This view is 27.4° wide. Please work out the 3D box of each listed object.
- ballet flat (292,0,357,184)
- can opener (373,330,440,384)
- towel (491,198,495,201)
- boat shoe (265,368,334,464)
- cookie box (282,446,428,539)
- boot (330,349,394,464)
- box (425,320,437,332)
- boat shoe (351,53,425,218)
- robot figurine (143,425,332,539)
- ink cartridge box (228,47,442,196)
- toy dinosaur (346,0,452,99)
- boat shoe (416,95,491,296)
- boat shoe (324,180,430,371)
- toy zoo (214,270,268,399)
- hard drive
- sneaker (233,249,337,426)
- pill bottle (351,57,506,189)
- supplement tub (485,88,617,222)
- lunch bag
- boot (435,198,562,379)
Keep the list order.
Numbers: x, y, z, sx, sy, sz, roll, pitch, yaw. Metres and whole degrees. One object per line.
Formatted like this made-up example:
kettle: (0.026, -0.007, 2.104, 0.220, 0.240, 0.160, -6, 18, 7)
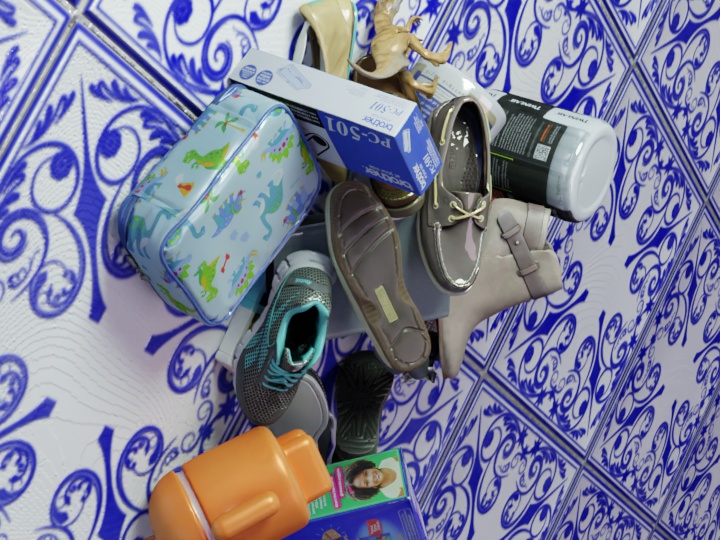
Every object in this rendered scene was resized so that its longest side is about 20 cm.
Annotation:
ballet flat: (-0.041, -0.181, 1.498, 0.063, 0.069, 0.202, -7, 116, -19)
can opener: (0.053, 0.091, 1.655, 0.200, 0.052, 0.067, 40, 59, -76)
towel: (0.171, -0.039, 1.932, 0.199, 0.022, 0.146, -9, 118, -53)
boat shoe: (-0.067, 0.165, 1.637, 0.201, 0.075, 0.061, 97, 5, -46)
cookie box: (-0.029, 0.297, 1.661, 0.076, 0.198, 0.172, -101, 176, -45)
boot: (-0.007, 0.221, 1.761, 0.201, 0.072, 0.183, 91, 12, -45)
box: (0.050, 0.014, 1.730, 0.101, 0.075, 0.200, -61, 146, -11)
boat shoe: (0.030, -0.154, 1.506, 0.071, 0.201, 0.068, -16, 147, 3)
robot figurine: (-0.131, 0.236, 1.513, 0.199, 0.144, 0.117, -26, 136, -12)
ink cartridge box: (-0.024, -0.141, 1.398, 0.044, 0.199, 0.094, -55, 146, -19)
toy dinosaur: (0.034, -0.214, 1.501, 0.201, 0.105, 0.061, -82, -165, -57)
boat shoe: (0.100, -0.077, 1.500, 0.071, 0.059, 0.202, 4, 82, -16)
boat shoe: (0.005, 0.007, 1.488, 0.071, 0.076, 0.202, -21, 101, -18)
toy zoo: (-0.088, 0.048, 1.587, 0.131, 0.020, 0.201, 29, 84, -59)
hard drive: (0.000, 0.000, 1.546, 0.198, 0.033, 0.141, -10, 121, -18)
sneaker: (-0.077, 0.081, 1.484, 0.077, 0.091, 0.201, 12, 117, -15)
pill bottle: (0.056, -0.119, 1.602, 0.201, 0.119, 0.120, -53, 147, -5)
supplement tub: (0.187, -0.139, 1.722, 0.122, 0.199, 0.123, -37, 138, -43)
lunch bag: (-0.129, -0.058, 1.393, 0.201, 0.082, 0.161, -54, 146, -17)
boot: (0.155, 0.020, 1.671, 0.070, 0.145, 0.202, -87, 172, -77)
